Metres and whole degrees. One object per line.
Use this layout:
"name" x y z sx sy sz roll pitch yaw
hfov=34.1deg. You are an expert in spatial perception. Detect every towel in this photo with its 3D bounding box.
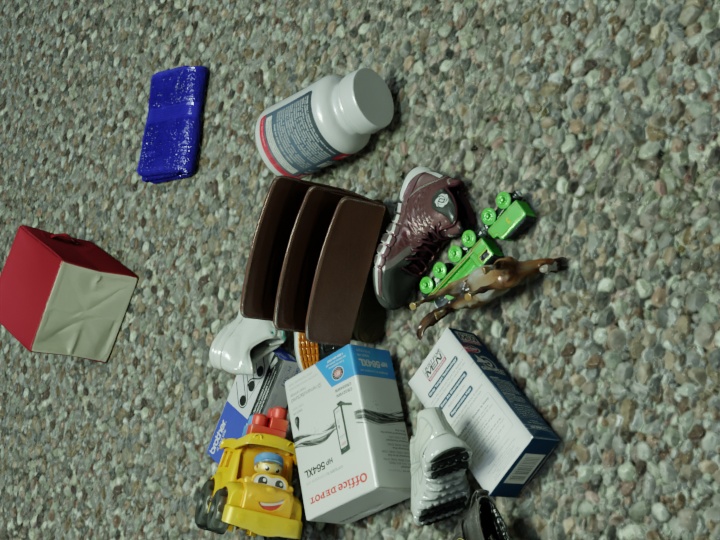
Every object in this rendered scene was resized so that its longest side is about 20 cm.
"towel" -0.339 -0.262 2.091 0.146 0.049 0.204 -6 75 45

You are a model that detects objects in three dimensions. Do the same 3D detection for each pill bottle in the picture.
"pill bottle" -0.051 -0.219 1.737 0.198 0.118 0.122 -21 65 41

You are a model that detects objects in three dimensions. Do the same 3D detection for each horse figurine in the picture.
"horse figurine" 0.147 0.024 1.474 0.199 0.131 0.051 -32 79 43

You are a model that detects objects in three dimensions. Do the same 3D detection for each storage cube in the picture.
"storage cube" -0.540 0.046 2.130 0.179 0.169 0.203 29 99 44

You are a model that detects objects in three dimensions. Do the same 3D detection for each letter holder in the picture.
"letter holder" -0.069 -0.014 1.590 0.100 0.140 0.204 24 102 50

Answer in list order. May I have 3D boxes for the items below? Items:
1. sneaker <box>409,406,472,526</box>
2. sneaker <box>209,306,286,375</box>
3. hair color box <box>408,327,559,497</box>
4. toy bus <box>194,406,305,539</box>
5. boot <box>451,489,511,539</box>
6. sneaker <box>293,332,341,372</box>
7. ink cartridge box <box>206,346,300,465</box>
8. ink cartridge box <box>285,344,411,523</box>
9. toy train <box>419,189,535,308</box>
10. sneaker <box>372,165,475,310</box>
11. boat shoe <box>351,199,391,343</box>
"sneaker" 0.093 0.246 1.456 0.202 0.074 0.082 95 155 -47
"sneaker" -0.143 0.076 1.767 0.087 0.076 0.202 15 59 24
"hair color box" 0.151 0.176 1.469 0.101 0.060 0.201 -55 48 21
"toy bus" -0.141 0.286 1.661 0.200 0.134 0.195 158 128 -71
"boot" 0.134 0.386 1.394 0.175 0.068 0.202 -55 43 44
"sneaker" -0.075 0.058 1.737 0.092 0.074 0.204 158 114 -64
"ink cartridge box" -0.162 0.212 1.791 0.094 0.044 0.203 32 103 47
"ink cartridge box" -0.016 0.225 1.599 0.145 0.084 0.203 -32 58 36
"toy train" 0.152 -0.022 1.538 0.200 0.041 0.057 -50 60 25
"sneaker" 0.090 -0.038 1.580 0.114 0.075 0.204 14 89 43
"boat shoe" 0.000 0.000 1.661 0.064 0.073 0.204 0 80 40
